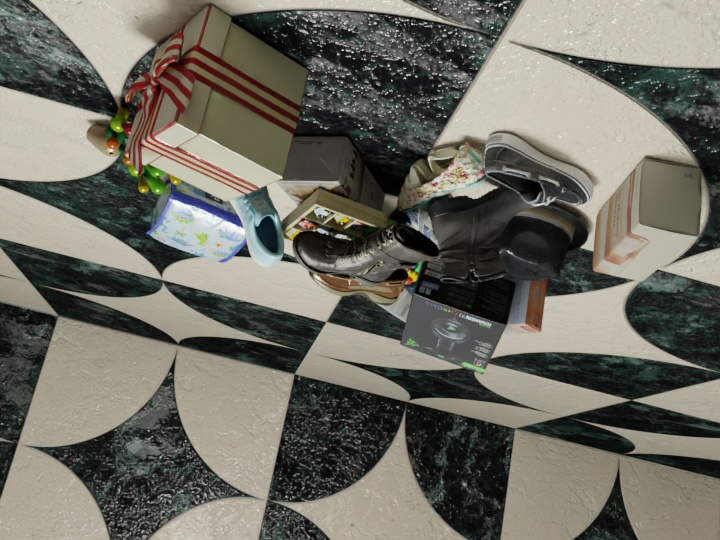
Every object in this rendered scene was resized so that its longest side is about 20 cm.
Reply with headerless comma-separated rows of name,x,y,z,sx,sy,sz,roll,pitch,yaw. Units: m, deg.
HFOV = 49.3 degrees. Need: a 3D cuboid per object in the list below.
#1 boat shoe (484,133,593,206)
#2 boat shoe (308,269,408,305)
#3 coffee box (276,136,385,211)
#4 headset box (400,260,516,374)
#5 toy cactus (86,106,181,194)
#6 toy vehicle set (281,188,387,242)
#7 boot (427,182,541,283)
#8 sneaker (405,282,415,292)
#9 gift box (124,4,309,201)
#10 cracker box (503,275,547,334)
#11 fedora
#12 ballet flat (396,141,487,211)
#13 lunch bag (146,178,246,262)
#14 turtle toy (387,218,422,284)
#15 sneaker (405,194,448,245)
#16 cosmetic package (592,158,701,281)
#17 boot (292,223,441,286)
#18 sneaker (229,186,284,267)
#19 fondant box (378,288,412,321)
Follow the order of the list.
boat shoe,0.256,-0.125,1.125,0.197,0.069,0.071,23,159,-30
boat shoe,0.000,0.000,1.364,0.197,0.077,0.074,14,132,-36
coffee box,-0.044,-0.134,1.280,0.110,0.082,0.200,4,160,22
headset box,0.171,0.085,1.427,0.170,0.094,0.202,19,147,6
toy cactus,-0.387,-0.209,1.313,0.163,0.104,0.200,27,170,19
toy vehicle set,-0.051,-0.073,1.289,0.122,0.027,0.199,18,161,-19
boot,0.204,-0.052,1.196,0.195,0.135,0.070,-13,168,0
sneaker,0.084,0.030,1.729,0.077,0.067,0.200,26,160,-5
gift box,-0.193,-0.199,1.007,0.184,0.205,0.183,25,153,-33
cracker box,0.270,0.055,1.544,0.057,0.137,0.198,24,159,-34
fedora,0.283,-0.042,1.313,0.195,0.094,0.201,11,162,4
ballet flat,0.115,-0.146,1.190,0.198,0.076,0.064,-18,115,50
lunch bag,-0.298,-0.100,1.480,0.167,0.130,0.199,20,171,-21
turtle toy,0.071,-0.035,1.464,0.198,0.103,0.144,26,157,-37
sneaker,0.127,-0.083,1.357,0.084,0.078,0.200,13,157,33
cosmetic package,0.410,-0.068,1.139,0.085,0.106,0.201,11,161,1
boot,0.011,-0.039,1.225,0.196,0.071,0.173,16,157,-28
sneaker,-0.169,-0.108,1.301,0.073,0.204,0.081,-26,-173,-26
fondant box,0.018,0.023,1.590,0.198,0.059,0.144,35,180,19
